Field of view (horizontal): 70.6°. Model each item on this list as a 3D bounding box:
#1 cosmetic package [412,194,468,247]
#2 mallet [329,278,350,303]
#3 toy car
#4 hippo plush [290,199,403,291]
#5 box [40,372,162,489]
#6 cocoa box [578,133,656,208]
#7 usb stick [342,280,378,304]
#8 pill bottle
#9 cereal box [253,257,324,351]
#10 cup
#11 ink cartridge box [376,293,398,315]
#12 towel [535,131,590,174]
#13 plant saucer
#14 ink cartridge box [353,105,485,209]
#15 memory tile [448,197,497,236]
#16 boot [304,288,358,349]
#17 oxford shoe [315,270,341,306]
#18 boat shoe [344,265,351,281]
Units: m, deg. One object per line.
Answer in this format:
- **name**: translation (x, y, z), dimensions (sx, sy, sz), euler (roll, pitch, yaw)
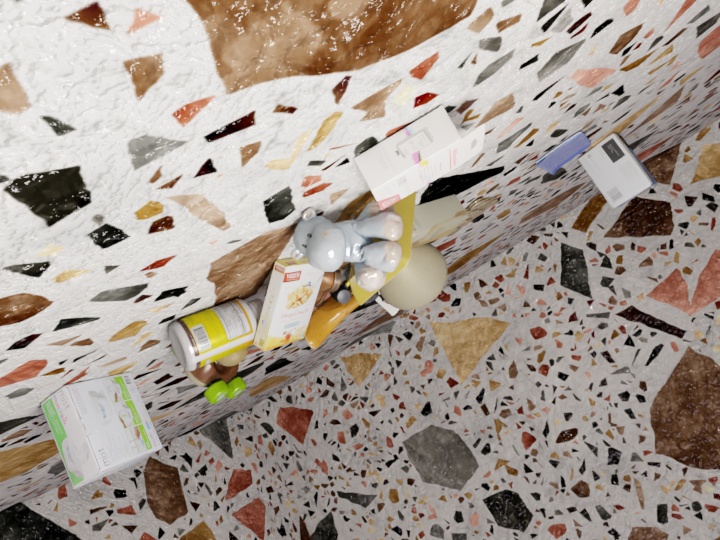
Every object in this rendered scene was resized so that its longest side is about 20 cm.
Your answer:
- **cosmetic package**: translation (0.157, -0.113, 1.247), dimensions (0.200, 0.071, 0.105), euler (-21, 164, -35)
- **mallet**: translation (0.000, 0.000, 1.274), dimensions (0.200, 0.041, 0.066), euler (-48, -154, 4)
- **toy car**: translation (-0.313, 0.188, 1.223), dimensions (0.200, 0.164, 0.158), euler (-44, 166, 8)
- **hippo plush**: translation (-0.031, -0.068, 0.910), dimensions (0.161, 0.200, 0.159), euler (12, 113, -36)
- **box**: translation (-0.570, 0.346, 1.132), dimensions (0.097, 0.200, 0.176), euler (-33, 168, 18)
- **cocoa box**: translation (0.826, -0.320, 1.637), dimensions (0.133, 0.200, 0.131), euler (-39, 166, 35)
- **usb stick**: translation (-0.004, 0.057, 1.453), dimensions (0.055, 0.033, 0.200), euler (-31, -162, -12)
- **pill bottle**: translation (-0.297, 0.129, 1.096), dimensions (0.200, 0.109, 0.109), euler (-21, 165, -33)
- **cereal box**: translation (-0.152, 0.069, 1.113), dimensions (0.144, 0.039, 0.200), euler (-11, 124, -57)
- **cup**: translation (0.110, -0.013, 1.333), dimensions (0.200, 0.200, 0.143), euler (-32, 146, 12)
- **ink cartridge box**: translation (0.127, 0.026, 1.508), dimensions (0.200, 0.117, 0.067), euler (-49, 167, 6)
- **towel**: translation (0.583, -0.332, 1.453), dimensions (0.145, 0.024, 0.200), euler (-37, 166, 27)
- **plant saucer**: translation (0.036, -0.057, 1.042), dimensions (0.048, 0.200, 0.200), euler (22, 143, -18)
- **ink cartridge box**: translation (0.099, -0.188, 0.827), dimensions (0.200, 0.068, 0.116), euler (-29, 168, 5)
- **memory tile**: translation (0.318, -0.161, 1.550), dimensions (0.200, 0.017, 0.153), euler (-39, 165, 35)
- **boot**: translation (-0.062, 0.108, 1.304), dimensions (0.144, 0.071, 0.201), euler (-28, -160, 23)
- **oxford shoe**: translation (-0.116, 0.039, 1.298), dimensions (0.071, 0.071, 0.200), euler (10, 154, -20)
- **boat shoe**: translation (0.000, 0.010, 1.410), dimensions (0.066, 0.070, 0.200), euler (-3, -176, 11)
